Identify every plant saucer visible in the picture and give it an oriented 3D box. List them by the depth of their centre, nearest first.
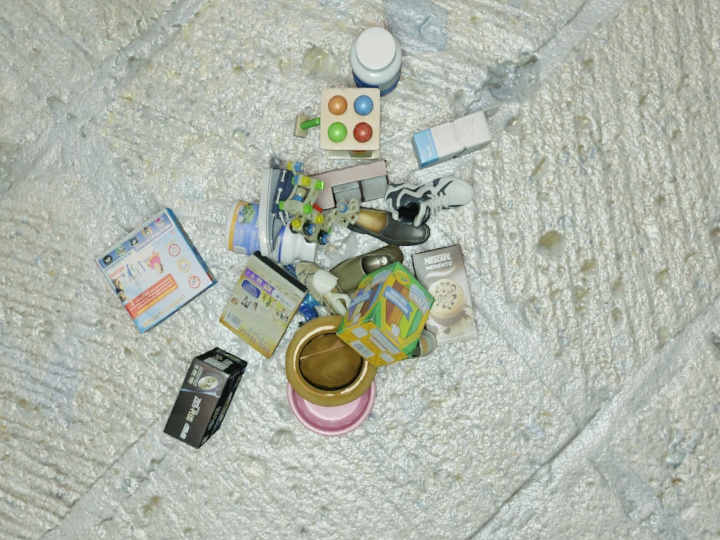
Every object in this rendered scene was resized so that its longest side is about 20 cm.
[{"bbox_3d":[-0.063,0.259,1.648,0.195,0.051,0.206,0,90,3],"label":"plant saucer"}]

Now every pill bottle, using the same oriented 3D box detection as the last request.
[{"bbox_3d":[0.033,-0.439,1.566,0.109,0.200,0.115,0,90,2],"label":"pill bottle"},{"bbox_3d":[-0.187,-0.078,1.620,0.195,0.112,0.115,12,91,2],"label":"pill bottle"}]

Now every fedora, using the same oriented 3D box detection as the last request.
[{"bbox_3d":[-0.063,0.189,1.582,0.195,0.082,0.206,0,89,-6],"label":"fedora"}]

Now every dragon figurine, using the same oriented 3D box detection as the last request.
[{"bbox_3d":[-0.113,0.074,1.644,0.199,0.059,0.100,41,92,3],"label":"dragon figurine"}]

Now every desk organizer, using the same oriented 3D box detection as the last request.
[{"bbox_3d":[-0.032,-0.183,1.635,0.195,0.072,0.079,-12,92,2],"label":"desk organizer"}]

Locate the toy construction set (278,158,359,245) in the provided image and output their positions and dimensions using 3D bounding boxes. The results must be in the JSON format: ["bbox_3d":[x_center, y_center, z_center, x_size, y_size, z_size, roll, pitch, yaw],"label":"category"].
[{"bbox_3d":[-0.089,-0.128,1.524,0.091,0.198,0.134,5,76,42],"label":"toy construction set"}]

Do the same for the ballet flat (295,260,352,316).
[{"bbox_3d":[-0.056,0.054,1.591,0.068,0.075,0.201,-47,109,-31],"label":"ballet flat"}]

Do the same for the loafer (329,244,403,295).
[{"bbox_3d":[0.000,0.000,1.630,0.197,0.067,0.077,-29,89,9],"label":"loafer"}]

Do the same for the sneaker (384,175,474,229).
[{"bbox_3d":[0.151,-0.137,1.586,0.194,0.131,0.081,3,127,-4],"label":"sneaker"}]

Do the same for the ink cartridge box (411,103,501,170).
[{"bbox_3d":[0.211,-0.284,1.602,0.196,0.116,0.068,-18,89,3],"label":"ink cartridge box"}]

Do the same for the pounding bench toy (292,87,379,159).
[{"bbox_3d":[-0.056,-0.311,1.592,0.195,0.156,0.128,1,90,2],"label":"pounding bench toy"}]

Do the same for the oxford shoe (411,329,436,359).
[{"bbox_3d":[0.069,0.160,1.604,0.196,0.057,0.077,-7,93,34],"label":"oxford shoe"}]

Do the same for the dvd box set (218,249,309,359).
[{"bbox_3d":[-0.210,0.076,1.612,0.145,0.029,0.202,35,120,7],"label":"dvd box set"}]

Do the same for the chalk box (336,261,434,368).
[{"bbox_3d":[0.061,0.075,1.531,0.125,0.123,0.202,41,53,-21],"label":"chalk box"}]

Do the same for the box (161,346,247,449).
[{"bbox_3d":[-0.324,0.264,1.582,0.085,0.200,0.167,24,91,2],"label":"box"}]

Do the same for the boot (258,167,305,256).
[{"bbox_3d":[-0.161,-0.125,1.541,0.088,0.073,0.204,0,66,0],"label":"boot"}]

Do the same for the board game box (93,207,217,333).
[{"bbox_3d":[-0.452,0.000,1.659,0.198,0.056,0.198,-33,89,2],"label":"board game box"}]

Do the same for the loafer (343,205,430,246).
[{"bbox_3d":[0.057,-0.096,1.630,0.195,0.072,0.075,9,90,1],"label":"loafer"}]

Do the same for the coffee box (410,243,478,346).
[{"bbox_3d":[0.181,0.053,1.622,0.110,0.080,0.205,-12,90,3],"label":"coffee box"}]
